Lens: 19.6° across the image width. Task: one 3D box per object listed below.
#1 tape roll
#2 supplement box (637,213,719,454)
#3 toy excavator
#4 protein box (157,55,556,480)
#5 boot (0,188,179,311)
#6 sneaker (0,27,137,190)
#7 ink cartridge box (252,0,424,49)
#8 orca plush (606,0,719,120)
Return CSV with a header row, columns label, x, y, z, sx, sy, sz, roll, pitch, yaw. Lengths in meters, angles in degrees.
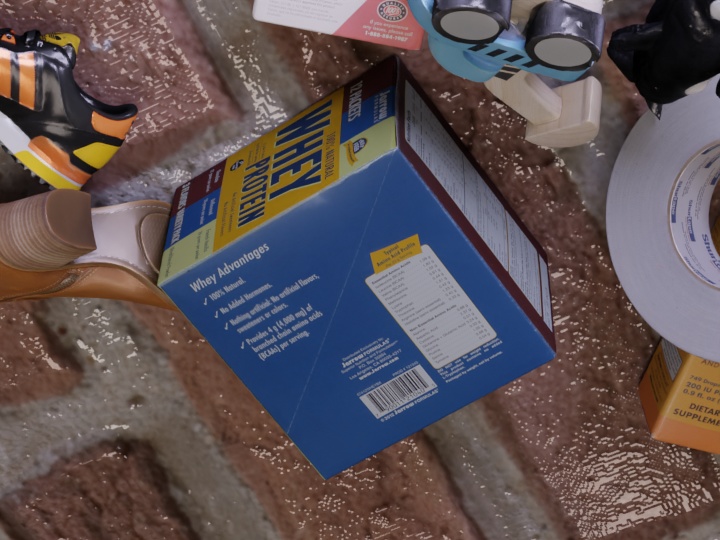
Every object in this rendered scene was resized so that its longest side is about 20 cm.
label,x,y,z,sx,sy,sz,roll,pitch,yaw
tape roll,0.268,-0.037,1.405,0.200,0.066,0.201,1,91,33
supplement box,0.271,0.035,1.518,0.066,0.069,0.200,14,118,-10
toy excavator,0.102,-0.154,1.350,0.194,0.100,0.200,15,158,-20
protein box,0.000,0.000,1.461,0.198,0.135,0.200,-30,117,18
boot,-0.211,0.003,1.500,0.155,0.077,0.200,-19,159,36
sneaker,-0.241,-0.144,1.426,0.090,0.070,0.200,-43,113,7
ink cartridge box,0.003,-0.253,1.345,0.116,0.068,0.200,10,123,-6
orca plush,0.187,-0.156,1.315,0.071,0.200,0.105,-1,86,-13
